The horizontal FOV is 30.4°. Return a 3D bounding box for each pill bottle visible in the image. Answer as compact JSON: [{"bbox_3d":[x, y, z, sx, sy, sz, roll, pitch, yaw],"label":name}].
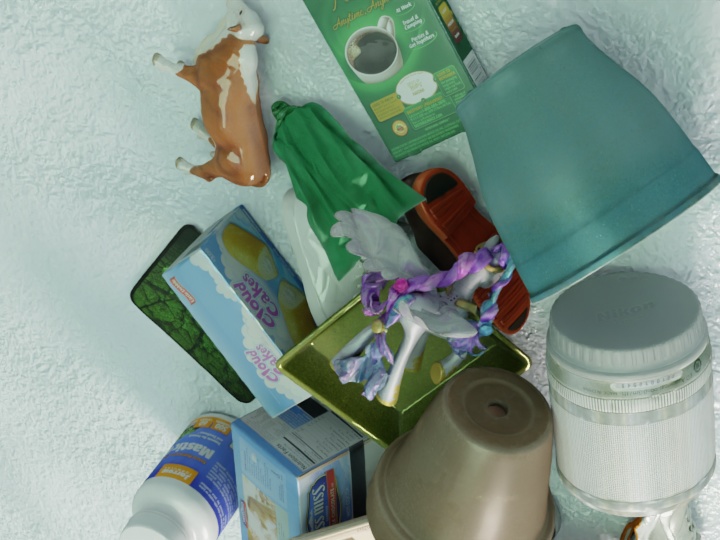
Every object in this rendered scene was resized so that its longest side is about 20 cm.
[{"bbox_3d":[-0.205,0.272,1.587,0.111,0.200,0.113,12,124,18],"label":"pill bottle"}]

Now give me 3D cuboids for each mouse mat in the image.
[{"bbox_3d":[-0.168,0.054,1.558,0.200,0.008,0.161,42,128,-4],"label":"mouse mat"}]

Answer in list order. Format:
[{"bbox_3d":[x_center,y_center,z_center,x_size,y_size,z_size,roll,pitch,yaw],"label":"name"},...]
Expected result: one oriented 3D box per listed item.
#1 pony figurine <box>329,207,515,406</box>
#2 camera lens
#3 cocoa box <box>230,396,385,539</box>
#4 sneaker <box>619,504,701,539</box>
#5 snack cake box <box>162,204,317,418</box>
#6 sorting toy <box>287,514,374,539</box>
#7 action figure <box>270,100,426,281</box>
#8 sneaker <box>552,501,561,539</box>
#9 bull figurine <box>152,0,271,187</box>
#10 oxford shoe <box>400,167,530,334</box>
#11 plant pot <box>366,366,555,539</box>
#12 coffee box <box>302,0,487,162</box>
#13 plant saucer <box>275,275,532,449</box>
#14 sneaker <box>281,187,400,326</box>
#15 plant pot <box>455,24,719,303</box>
[{"bbox_3d":[0.055,0.035,1.254,0.201,0.191,0.167,-56,52,30],"label":"pony figurine"},{"bbox_3d":[0.264,0.124,1.292,0.158,0.160,0.202,3,121,24],"label":"camera lens"},{"bbox_3d":[-0.057,0.256,1.523,0.133,0.130,0.202,31,134,42],"label":"cocoa box"},{"bbox_3d":[0.336,0.276,1.416,0.091,0.076,0.202,16,133,7],"label":"sneaker"},{"bbox_3d":[-0.113,0.043,1.452,0.067,0.115,0.201,-31,103,30],"label":"snack cake box"},{"bbox_3d":[0.013,0.337,1.482,0.183,0.037,0.202,-14,127,-12],"label":"sorting toy"},{"bbox_3d":[-0.030,-0.100,1.331,0.118,0.055,0.201,-40,68,6],"label":"action figure"},{"bbox_3d":[0.134,0.252,1.464,0.200,0.114,0.075,43,128,-4],"label":"sneaker"},{"bbox_3d":[-0.144,-0.180,1.365,0.120,0.065,0.203,8,116,31],"label":"bull figurine"},{"bbox_3d":[0.106,-0.020,1.354,0.072,0.071,0.201,1,128,59],"label":"oxford shoe"},{"bbox_3d":[0.115,0.196,1.326,0.198,0.201,0.176,23,132,11],"label":"plant pot"},{"bbox_3d":[0.038,-0.216,1.267,0.122,0.044,0.201,-22,108,34],"label":"coffee box"},{"bbox_3d":[0.045,0.084,1.398,0.199,0.048,0.199,-38,119,25],"label":"plant saucer"},{"bbox_3d":[0.000,0.000,1.401,0.114,0.074,0.202,-8,114,33],"label":"sneaker"},{"bbox_3d":[0.185,-0.104,1.180,0.199,0.200,0.189,-34,89,37],"label":"plant pot"}]
